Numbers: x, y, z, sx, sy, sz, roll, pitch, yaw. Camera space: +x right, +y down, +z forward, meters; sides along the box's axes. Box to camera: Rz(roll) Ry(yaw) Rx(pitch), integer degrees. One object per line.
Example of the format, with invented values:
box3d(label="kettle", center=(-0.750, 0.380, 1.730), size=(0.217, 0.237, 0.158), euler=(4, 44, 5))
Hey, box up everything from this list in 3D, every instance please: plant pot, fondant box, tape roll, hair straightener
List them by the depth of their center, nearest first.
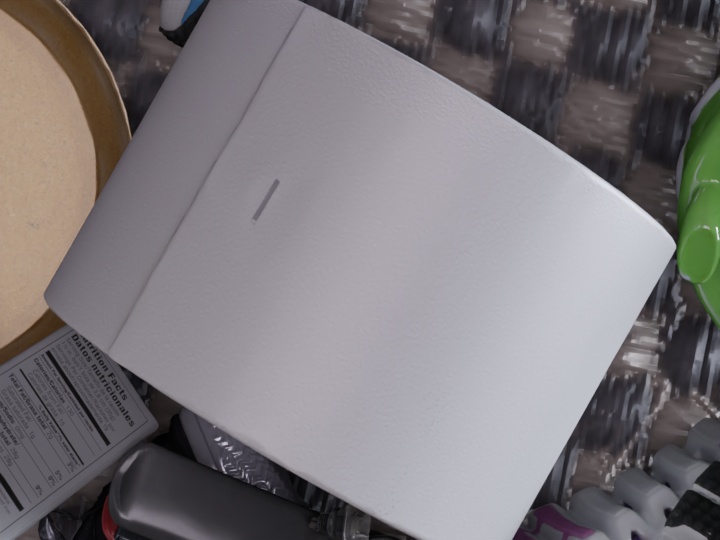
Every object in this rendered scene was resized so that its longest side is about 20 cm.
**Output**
box3d(label="fondant box", center=(-0.181, 0.103, 0.674), size=(0.144, 0.200, 0.059), euler=(-34, 90, 29))
box3d(label="hair straightener", center=(-0.003, 0.117, 0.694), size=(0.199, 0.077, 0.041), euler=(26, 68, 1))
box3d(label="tape roll", center=(0.000, 0.000, 0.701), size=(0.202, 0.203, 0.140), euler=(31, 89, -2))
box3d(label="plant pot", center=(-0.192, -0.039, 0.780), size=(0.198, 0.027, 0.202), euler=(0, 90, -2))

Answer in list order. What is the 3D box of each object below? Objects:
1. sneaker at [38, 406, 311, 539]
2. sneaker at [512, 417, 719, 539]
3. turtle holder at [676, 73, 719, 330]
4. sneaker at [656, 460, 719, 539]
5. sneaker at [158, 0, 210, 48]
box3d(label="sneaker", center=(-0.051, 0.160, 0.766), size=(0.113, 0.075, 0.201), euler=(-32, 86, -1))
box3d(label="sneaker", center=(0.123, 0.129, 0.772), size=(0.199, 0.080, 0.089), euler=(-26, 99, -3))
box3d(label="turtle holder", center=(0.180, -0.043, 0.730), size=(0.185, 0.132, 0.141), euler=(33, 120, -9))
box3d(label="sneaker", center=(0.136, 0.132, 0.699), size=(0.199, 0.074, 0.081), euler=(-29, 130, -26))
box3d(label="sneaker", center=(-0.047, -0.190, 0.770), size=(0.086, 0.075, 0.202), euler=(24, 87, 11))
